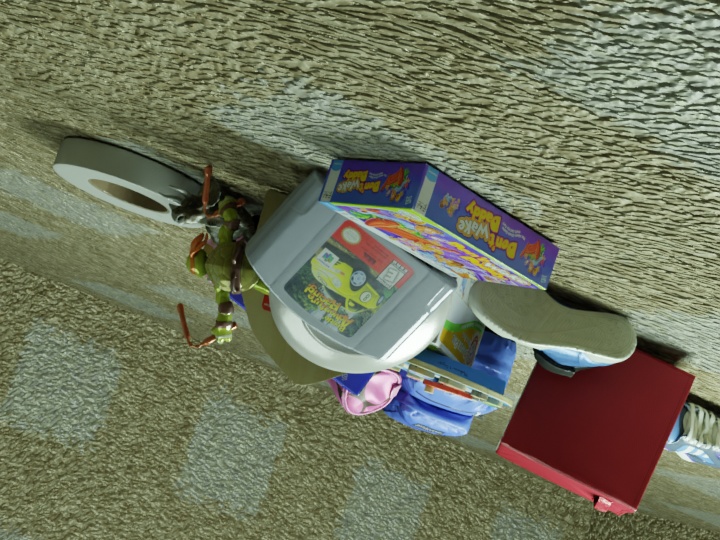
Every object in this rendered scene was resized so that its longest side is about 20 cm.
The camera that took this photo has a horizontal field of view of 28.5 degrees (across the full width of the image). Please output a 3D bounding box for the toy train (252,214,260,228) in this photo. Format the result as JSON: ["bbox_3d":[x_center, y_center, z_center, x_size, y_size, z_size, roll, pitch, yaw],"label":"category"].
[{"bbox_3d":[-0.094,-0.032,1.684,0.046,0.034,0.200,56,167,-27],"label":"toy train"}]

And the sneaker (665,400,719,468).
[{"bbox_3d":[0.483,0.218,1.921,0.145,0.081,0.200,2,158,36],"label":"sneaker"}]

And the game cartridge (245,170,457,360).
[{"bbox_3d":[-0.014,0.003,1.464,0.199,0.133,0.041,37,-156,-20],"label":"game cartridge"}]

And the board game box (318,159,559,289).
[{"bbox_3d":[0.076,-0.044,1.356,0.199,0.045,0.134,28,167,-39],"label":"board game box"}]

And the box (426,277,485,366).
[{"bbox_3d":[0.077,0.045,1.673,0.111,0.102,0.200,17,170,18],"label":"box"}]

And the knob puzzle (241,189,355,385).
[{"bbox_3d":[-0.043,0.030,1.582,0.217,0.222,0.030,17,-169,12],"label":"knob puzzle"}]

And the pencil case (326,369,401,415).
[{"bbox_3d":[-0.011,0.104,1.845,0.093,0.091,0.201,12,-152,-27],"label":"pencil case"}]

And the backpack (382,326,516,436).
[{"bbox_3d":[0.118,0.135,1.907,0.161,0.170,0.200,15,170,-16],"label":"backpack"}]

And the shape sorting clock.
[{"bbox_3d":[0.085,0.124,1.667,0.198,0.040,0.200,20,170,4],"label":"shape sorting clock"}]

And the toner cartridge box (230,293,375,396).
[{"bbox_3d":[-0.071,0.072,1.696,0.199,0.043,0.095,38,176,-1],"label":"toner cartridge box"}]

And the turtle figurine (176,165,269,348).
[{"bbox_3d":[-0.123,-0.013,1.545,0.159,0.203,0.064,4,175,6],"label":"turtle figurine"}]

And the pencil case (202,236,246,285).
[{"bbox_3d":[-0.118,-0.008,1.808,0.082,0.088,0.199,20,170,-41],"label":"pencil case"}]

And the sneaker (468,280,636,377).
[{"bbox_3d":[0.202,0.065,1.608,0.198,0.078,0.111,15,162,-13],"label":"sneaker"}]

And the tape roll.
[{"bbox_3d":[-0.278,-0.106,1.740,0.201,0.037,0.203,19,171,3],"label":"tape roll"}]

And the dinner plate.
[{"bbox_3d":[0.001,0.028,1.510,0.198,0.201,0.024,22,-157,-14],"label":"dinner plate"}]

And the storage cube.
[{"bbox_3d":[0.282,0.177,1.737,0.178,0.202,0.171,25,172,8],"label":"storage cube"}]

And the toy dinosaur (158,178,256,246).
[{"bbox_3d":[-0.156,-0.058,1.678,0.076,0.103,0.200,-28,173,10],"label":"toy dinosaur"}]
